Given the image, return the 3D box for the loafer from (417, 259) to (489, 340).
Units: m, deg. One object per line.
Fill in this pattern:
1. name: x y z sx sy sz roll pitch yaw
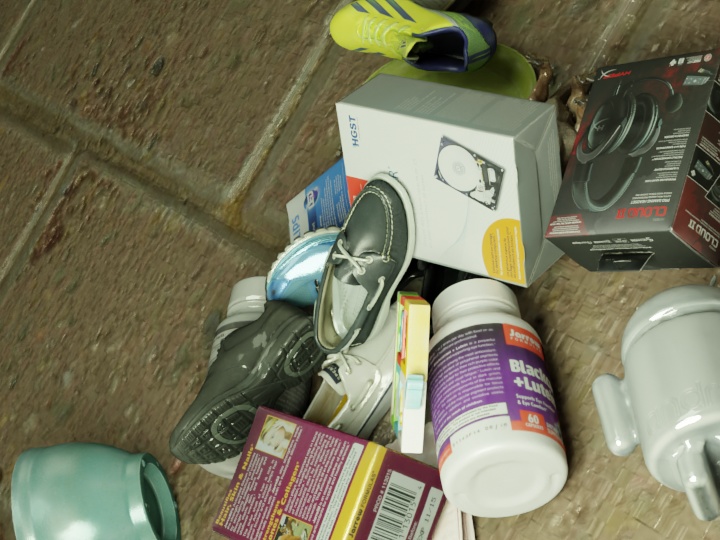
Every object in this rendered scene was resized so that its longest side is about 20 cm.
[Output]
1. loafer: 0.093 -0.009 1.552 0.068 0.070 0.201 -22 49 40

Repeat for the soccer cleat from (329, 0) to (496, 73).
1. soccer cleat: 0.047 -0.250 1.670 0.199 0.065 0.084 12 32 27

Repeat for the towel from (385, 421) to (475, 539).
1. towel: 0.026 0.253 1.473 0.200 0.032 0.192 -32 42 32

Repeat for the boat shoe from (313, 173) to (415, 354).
1. boat shoe: 0.000 0.000 1.498 0.075 0.060 0.201 33 132 30

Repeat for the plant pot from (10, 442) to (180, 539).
1. plant pot: -0.278 0.275 1.720 0.134 0.201 0.201 -17 46 9

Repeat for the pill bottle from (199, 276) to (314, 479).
1. pill bottle: -0.108 0.115 1.672 0.113 0.114 0.201 -20 50 42

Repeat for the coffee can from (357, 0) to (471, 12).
1. coffee can: 0.090 -0.368 1.759 0.200 0.146 0.147 -44 37 20

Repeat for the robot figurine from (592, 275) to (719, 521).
1. robot figurine: 0.267 0.093 1.222 0.169 0.113 0.201 -15 48 10

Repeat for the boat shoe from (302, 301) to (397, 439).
1. boat shoe: -0.008 0.112 1.587 0.201 0.070 0.071 -58 34 1

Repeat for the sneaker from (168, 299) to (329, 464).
1. sneaker: -0.120 0.111 1.576 0.200 0.076 0.091 -44 45 -13

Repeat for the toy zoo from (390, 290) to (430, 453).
1. toy zoo: 0.046 0.091 1.432 0.200 0.020 0.132 -131 44 -87

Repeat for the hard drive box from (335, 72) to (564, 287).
1. hard drive box: 0.086 -0.087 1.466 0.199 0.157 0.077 15 37 36

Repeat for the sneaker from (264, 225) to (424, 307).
1. sneaker: -0.005 0.001 1.619 0.199 0.078 0.090 -22 54 5

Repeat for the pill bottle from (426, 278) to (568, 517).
1. pill bottle: 0.115 0.108 1.400 0.111 0.111 0.201 -36 41 29

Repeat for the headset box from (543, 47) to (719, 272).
1. headset box: 0.260 -0.087 1.398 0.148 0.077 0.201 -1 62 50

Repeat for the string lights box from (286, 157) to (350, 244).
1. string lights box: 0.008 -0.082 1.723 0.200 0.059 0.103 -37 39 28

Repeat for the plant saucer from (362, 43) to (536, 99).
1. plant saucer: 0.089 -0.171 1.648 0.199 0.031 0.201 -11 41 10

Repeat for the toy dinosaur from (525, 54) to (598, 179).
1. toy dinosaur: 0.185 -0.123 1.526 0.085 0.136 0.200 8 39 13

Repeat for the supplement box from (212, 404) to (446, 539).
1. supplement box: -0.028 0.215 1.446 0.200 0.103 0.132 12 79 53
